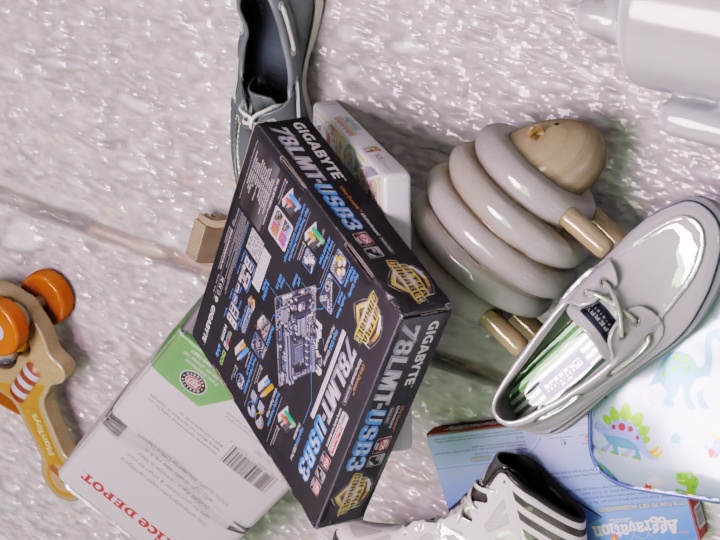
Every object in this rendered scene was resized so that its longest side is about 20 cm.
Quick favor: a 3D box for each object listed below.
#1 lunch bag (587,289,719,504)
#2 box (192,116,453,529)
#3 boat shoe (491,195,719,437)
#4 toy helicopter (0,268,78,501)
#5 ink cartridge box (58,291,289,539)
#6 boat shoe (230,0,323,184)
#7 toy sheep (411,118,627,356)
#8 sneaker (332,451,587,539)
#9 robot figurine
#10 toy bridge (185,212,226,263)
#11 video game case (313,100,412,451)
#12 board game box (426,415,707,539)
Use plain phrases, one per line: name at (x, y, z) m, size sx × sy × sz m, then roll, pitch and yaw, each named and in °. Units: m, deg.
lunch bag at (0.252, 0.071, 1.287) m, size 0.198 × 0.082 × 0.162 m, roll 6°, pitch 101°, yaw 30°
box at (-0.033, 0.035, 1.326) m, size 0.199 × 0.049 × 0.201 m, roll 52°, pitch 137°, yaw 35°
boat shoe at (0.162, 0.036, 1.255) m, size 0.074 × 0.067 × 0.201 m, roll 45°, pitch 112°, yaw 22°
toy helicopter at (-0.284, 0.103, 1.641) m, size 0.131 × 0.079 × 0.201 m, roll -14°, pitch 104°, yaw 35°
ink cartridge box at (-0.122, 0.128, 1.526) m, size 0.146 × 0.084 × 0.200 m, roll 39°, pitch 126°, yaw -6°
boat shoe at (-0.072, -0.129, 1.428) m, size 0.072 × 0.062 × 0.202 m, roll 20°, pitch 118°, yaw 23°
toy sheep at (0.094, -0.022, 1.328) m, size 0.138 × 0.138 × 0.200 m, roll 43°, pitch 107°, yaw 10°
sneaker at (0.076, 0.181, 1.439) m, size 0.199 × 0.076 × 0.116 m, roll 9°, pitch 104°, yaw 20°
robot figurine at (0.234, -0.159, 1.198) m, size 0.199 × 0.113 × 0.171 m, roll 15°, pitch 97°, yaw 26°
toy bridge at (-0.064, 0.000, 1.443) m, size 0.200 × 0.027 × 0.068 m, roll 37°, pitch 117°, yaw 47°
video game case at (0.000, 0.000, 1.386) m, size 0.182 × 0.023 × 0.202 m, roll -130°, pitch 36°, yaw -64°
board game box at (0.148, 0.154, 1.430) m, size 0.199 × 0.019 × 0.104 m, roll -10°, pitch 102°, yaw 34°
